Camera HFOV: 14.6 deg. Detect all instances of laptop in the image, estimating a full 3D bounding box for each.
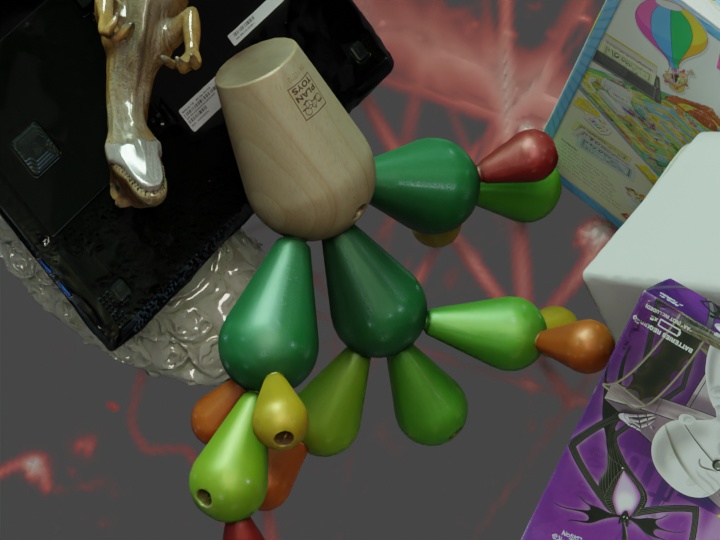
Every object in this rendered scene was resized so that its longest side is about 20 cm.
[{"bbox_3d":[-0.119,-0.091,0.998,0.200,0.103,0.177,52,53,-13],"label":"laptop"}]

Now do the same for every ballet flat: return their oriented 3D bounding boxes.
[{"bbox_3d":[-0.110,-0.029,1.007,0.200,0.072,0.072,35,73,7],"label":"ballet flat"}]

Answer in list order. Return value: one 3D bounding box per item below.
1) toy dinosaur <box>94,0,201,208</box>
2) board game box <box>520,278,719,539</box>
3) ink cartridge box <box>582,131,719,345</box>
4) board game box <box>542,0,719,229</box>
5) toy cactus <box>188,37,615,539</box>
[{"bbox_3d":[-0.063,-0.119,0.952,0.060,0.106,0.201,16,65,6],"label":"toy dinosaur"},{"bbox_3d":[0.149,0.103,0.864,0.200,0.032,0.120,31,115,19],"label":"board game box"},{"bbox_3d":[0.189,0.036,0.907,0.083,0.200,0.145,-48,124,-30],"label":"ink cartridge box"},{"bbox_3d":[0.162,-0.023,0.983,0.200,0.135,0.034,38,61,8],"label":"board game box"},{"bbox_3d":[0.000,0.000,0.965,0.200,0.102,0.165,-39,119,-22],"label":"toy cactus"}]
